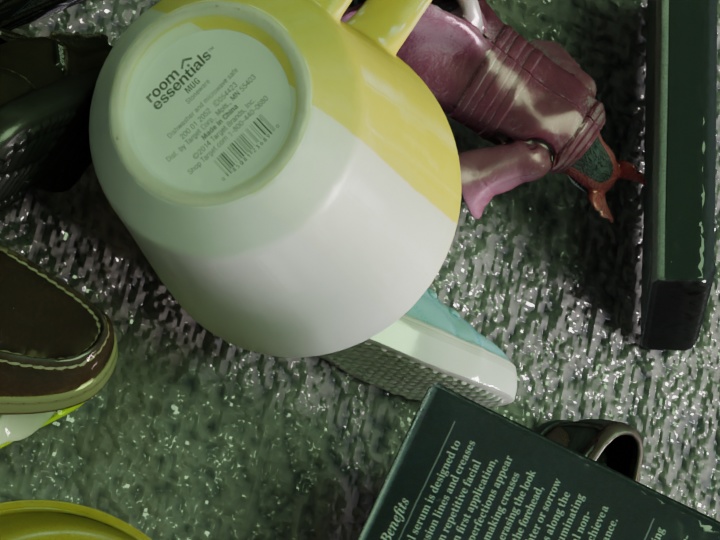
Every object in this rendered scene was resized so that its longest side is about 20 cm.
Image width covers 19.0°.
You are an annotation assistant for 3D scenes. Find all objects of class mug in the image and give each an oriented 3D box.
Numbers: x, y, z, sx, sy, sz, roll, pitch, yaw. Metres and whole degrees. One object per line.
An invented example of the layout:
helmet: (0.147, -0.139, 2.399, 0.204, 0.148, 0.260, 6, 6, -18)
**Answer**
mug: (-0.042, -0.068, 0.908, 0.148, 0.153, 0.189, 0, 79, 13)

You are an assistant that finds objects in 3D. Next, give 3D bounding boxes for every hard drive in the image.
hard drive: (0.166, -0.071, 1.124, 0.033, 0.140, 0.202, 2, 74, 5)

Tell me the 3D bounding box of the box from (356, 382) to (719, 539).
box: (0.093, 0.155, 0.965, 0.199, 0.149, 0.108, 26, 73, 6)

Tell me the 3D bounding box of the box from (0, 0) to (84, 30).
box: (-0.146, -0.142, 0.935, 0.199, 0.157, 0.050, -29, 94, -32)

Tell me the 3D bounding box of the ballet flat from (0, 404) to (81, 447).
ballet flat: (-0.188, 0.068, 0.904, 0.199, 0.067, 0.067, -30, 127, -34)

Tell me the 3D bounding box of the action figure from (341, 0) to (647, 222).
action figure: (0.066, -0.103, 1.069, 0.199, 0.149, 0.134, 33, 56, -5)

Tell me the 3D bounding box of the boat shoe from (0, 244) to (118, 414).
boat shoe: (-0.192, -0.004, 0.881, 0.198, 0.072, 0.072, 23, 48, 3)

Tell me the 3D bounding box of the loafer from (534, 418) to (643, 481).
loafer: (0.094, 0.165, 1.062, 0.071, 0.063, 0.202, 25, 66, -25)

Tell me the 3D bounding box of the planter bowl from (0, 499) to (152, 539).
planter bowl: (-0.121, 0.193, 0.913, 0.199, 0.083, 0.202, 8, 75, -30)

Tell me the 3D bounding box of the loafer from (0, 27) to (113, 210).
loafer: (-0.144, -0.078, 0.922, 0.071, 0.200, 0.073, 39, 102, 2)

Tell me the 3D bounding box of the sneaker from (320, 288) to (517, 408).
sneaker: (0.000, 0.000, 1.038, 0.199, 0.074, 0.083, 28, 70, -23)
